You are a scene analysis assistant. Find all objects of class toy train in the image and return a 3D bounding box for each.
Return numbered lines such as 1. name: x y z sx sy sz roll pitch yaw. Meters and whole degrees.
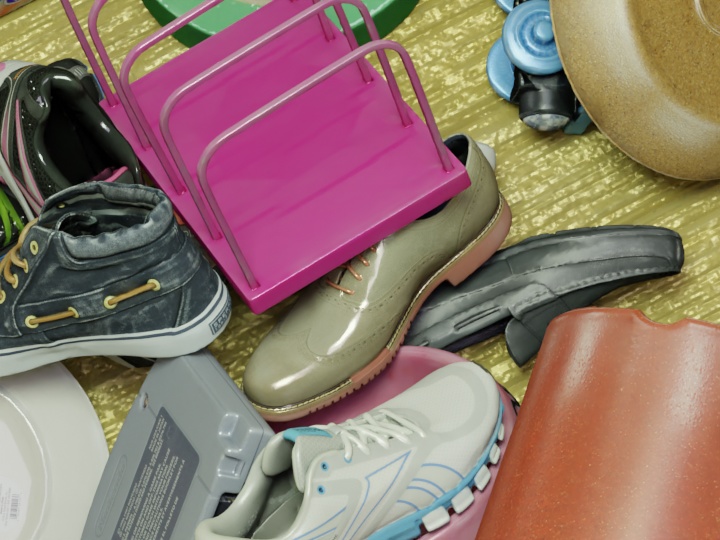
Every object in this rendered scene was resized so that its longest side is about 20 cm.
1. toy train: 0.137 -0.178 1.613 0.114 0.087 0.200 3 76 -6

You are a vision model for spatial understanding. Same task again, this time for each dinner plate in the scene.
1. dinner plate: -0.242 0.123 1.548 0.200 0.024 0.200 0 85 0

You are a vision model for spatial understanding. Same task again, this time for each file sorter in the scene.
1. file sorter: -0.060 -0.107 1.485 0.139 0.125 0.200 -31 47 -9

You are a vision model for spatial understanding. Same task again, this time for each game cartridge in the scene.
1. game cartridge: -0.108 0.146 1.478 0.041 0.133 0.200 11 109 -32

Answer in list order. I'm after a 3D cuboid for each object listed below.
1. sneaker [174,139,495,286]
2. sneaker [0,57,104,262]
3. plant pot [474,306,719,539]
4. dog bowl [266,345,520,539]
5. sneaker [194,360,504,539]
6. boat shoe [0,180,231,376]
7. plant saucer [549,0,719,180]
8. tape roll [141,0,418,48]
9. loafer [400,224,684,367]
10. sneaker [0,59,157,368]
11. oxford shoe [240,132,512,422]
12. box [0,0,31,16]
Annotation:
1. sneaker: -0.014 -0.029 1.583 0.200 0.077 0.082 -12 94 -13
2. sneaker: -0.223 -0.046 1.583 0.071 0.083 0.200 39 77 21
3. plant pot: 0.143 0.133 1.363 0.201 0.201 0.195 13 75 5
4. dog bowl: 0.011 0.123 1.481 0.200 0.074 0.200 -12 41 11
5. sneaker: -0.005 0.103 1.388 0.200 0.087 0.075 -42 41 -25
6. boat shoe: -0.172 0.000 1.490 0.200 0.091 0.071 -6 39 25
7. plant saucer: 0.200 -0.153 1.573 0.200 0.035 0.200 3 83 -31
8. tape roll: -0.049 -0.221 1.650 0.200 0.048 0.200 -1 74 2
9. loafer: 0.091 0.021 1.566 0.200 0.068 0.070 -13 79 4
10. sneaker: -0.149 -0.029 1.540 0.080 0.086 0.200 -41 107 -23
11. oxford shoe: 0.000 0.000 1.507 0.071 0.074 0.200 25 61 36
12. box: -0.258 -0.255 1.639 0.095 0.103 0.200 -28 76 -6
